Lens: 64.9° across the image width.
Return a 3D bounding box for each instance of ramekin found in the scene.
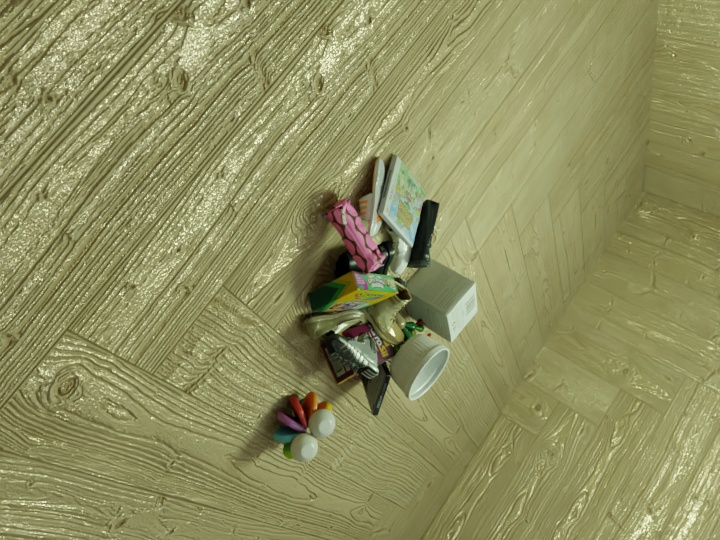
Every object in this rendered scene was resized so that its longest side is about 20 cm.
[{"bbox_3d":[0.182,0.298,1.796,0.199,0.105,0.203,-37,148,-27],"label":"ramekin"}]

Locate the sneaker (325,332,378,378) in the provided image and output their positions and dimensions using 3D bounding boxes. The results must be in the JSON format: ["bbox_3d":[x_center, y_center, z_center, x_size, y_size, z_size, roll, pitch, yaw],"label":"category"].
[{"bbox_3d":[-0.021,0.213,1.618,0.200,0.074,0.117,44,37,-29],"label":"sneaker"}]

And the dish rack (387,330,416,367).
[{"bbox_3d":[0.129,0.285,2.005,0.197,0.054,0.157,1,112,-40],"label":"dish rack"}]

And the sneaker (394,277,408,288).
[{"bbox_3d":[0.104,0.125,1.864,0.079,0.075,0.203,21,97,-57],"label":"sneaker"}]

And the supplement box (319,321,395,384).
[{"bbox_3d":[-0.006,0.246,1.733,0.198,0.133,0.103,-15,163,-47],"label":"supplement box"}]

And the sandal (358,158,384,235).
[{"bbox_3d":[0.028,-0.201,1.556,0.079,0.058,0.212,6,89,-70],"label":"sandal"}]

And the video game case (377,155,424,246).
[{"bbox_3d":[0.122,-0.197,1.630,0.200,0.022,0.186,41,58,-51],"label":"video game case"}]

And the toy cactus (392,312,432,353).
[{"bbox_3d":[0.154,0.208,1.918,0.199,0.167,0.102,-35,-178,-39],"label":"toy cactus"}]

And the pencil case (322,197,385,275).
[{"bbox_3d":[-0.011,-0.086,1.467,0.090,0.094,0.202,-37,98,-13],"label":"pencil case"}]

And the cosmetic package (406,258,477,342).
[{"bbox_3d":[0.278,0.102,1.960,0.166,0.198,0.169,-45,143,-21],"label":"cosmetic package"}]

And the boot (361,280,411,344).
[{"bbox_3d":[0.102,0.127,1.715,0.201,0.154,0.073,49,36,-14],"label":"boot"}]

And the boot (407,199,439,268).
[{"bbox_3d":[0.181,-0.113,1.786,0.064,0.164,0.205,9,85,-28],"label":"boot"}]

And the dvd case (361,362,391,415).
[{"bbox_3d":[0.049,0.355,1.871,0.024,0.201,0.153,11,110,-16],"label":"dvd case"}]

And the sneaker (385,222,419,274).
[{"bbox_3d":[0.107,-0.093,1.722,0.114,0.073,0.205,10,97,-52],"label":"sneaker"}]

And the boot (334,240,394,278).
[{"bbox_3d":[0.000,0.000,1.644,0.165,0.077,0.202,-16,151,-24],"label":"boot"}]

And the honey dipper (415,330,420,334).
[{"bbox_3d":[0.155,0.308,2.095,0.203,0.038,0.038,-59,146,1],"label":"honey dipper"}]

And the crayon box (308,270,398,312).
[{"bbox_3d":[-0.018,0.065,1.587,0.170,0.060,0.198,-25,162,33],"label":"crayon box"}]

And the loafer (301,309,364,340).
[{"bbox_3d":[-0.074,0.159,1.622,0.196,0.069,0.076,-7,166,-27],"label":"loafer"}]

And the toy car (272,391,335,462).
[{"bbox_3d":[-0.180,0.454,1.684,0.150,0.174,0.201,43,77,-20],"label":"toy car"}]
